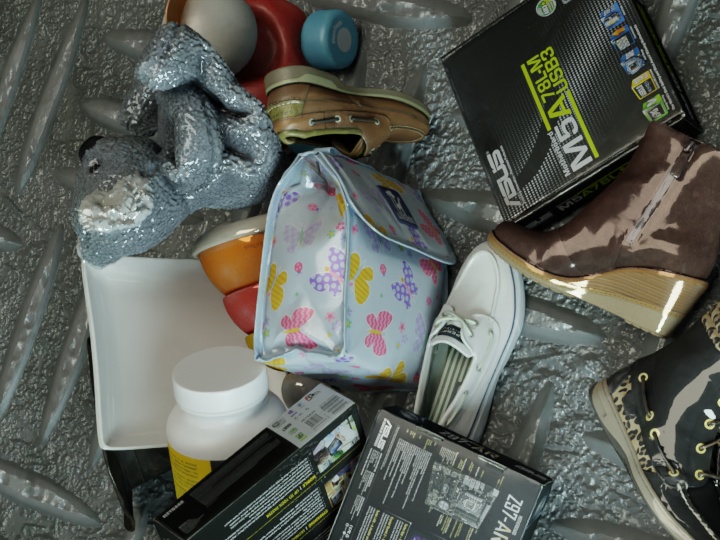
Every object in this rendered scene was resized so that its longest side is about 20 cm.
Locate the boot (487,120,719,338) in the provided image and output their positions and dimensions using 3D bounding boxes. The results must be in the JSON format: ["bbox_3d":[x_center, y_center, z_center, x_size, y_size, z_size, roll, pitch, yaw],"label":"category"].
[{"bbox_3d":[0.221,-0.051,1.473,0.200,0.072,0.167,25,98,27],"label":"boot"}]

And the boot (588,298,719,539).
[{"bbox_3d":[0.288,0.129,1.379,0.151,0.073,0.200,-42,51,18],"label":"boot"}]

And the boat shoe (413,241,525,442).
[{"bbox_3d":[0.096,0.066,1.535,0.073,0.067,0.200,3,78,36],"label":"boat shoe"}]

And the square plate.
[{"bbox_3d":[-0.168,0.081,1.659,0.028,0.200,0.198,133,133,-54],"label":"square plate"}]

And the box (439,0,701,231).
[{"bbox_3d":[0.186,-0.161,1.554,0.193,0.047,0.200,-31,60,22],"label":"box"}]

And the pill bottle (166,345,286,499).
[{"bbox_3d":[-0.116,0.176,1.563,0.112,0.112,0.200,16,125,38],"label":"pill bottle"}]

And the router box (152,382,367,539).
[{"bbox_3d":[-0.073,0.216,1.500,0.200,0.149,0.051,-37,42,-26],"label":"router box"}]

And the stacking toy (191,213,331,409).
[{"bbox_3d":[-0.074,0.047,1.644,0.146,0.146,0.200,-16,83,31],"label":"stacking toy"}]

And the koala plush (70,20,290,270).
[{"bbox_3d":[-0.186,-0.088,1.576,0.184,0.177,0.200,45,70,-1],"label":"koala plush"}]

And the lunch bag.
[{"bbox_3d":[0.000,0.000,1.559,0.127,0.170,0.200,-6,72,34],"label":"lunch bag"}]

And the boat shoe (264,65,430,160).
[{"bbox_3d":[-0.011,-0.133,1.594,0.072,0.200,0.068,-21,69,44],"label":"boat shoe"}]

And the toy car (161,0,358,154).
[{"bbox_3d":[-0.138,-0.208,1.703,0.184,0.200,0.177,4,78,37],"label":"toy car"}]

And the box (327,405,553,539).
[{"bbox_3d":[0.056,0.239,1.479,0.160,0.044,0.200,23,97,19],"label":"box"}]

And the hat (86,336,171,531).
[{"bbox_3d":[-0.215,0.155,1.700,0.081,0.201,0.201,-12,64,-7],"label":"hat"}]
